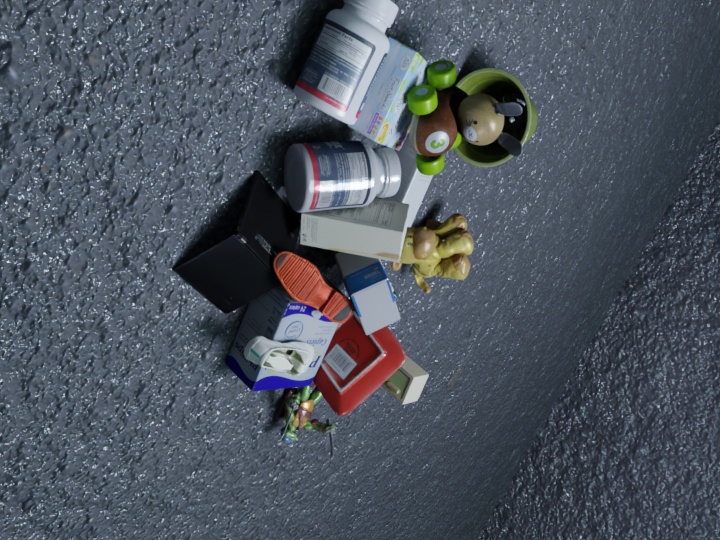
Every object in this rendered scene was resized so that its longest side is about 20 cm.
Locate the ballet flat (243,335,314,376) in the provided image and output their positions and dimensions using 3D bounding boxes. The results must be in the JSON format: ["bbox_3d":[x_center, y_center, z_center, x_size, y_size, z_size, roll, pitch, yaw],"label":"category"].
[{"bbox_3d":[-0.141,0.171,1.387,0.198,0.069,0.071,22,101,-55],"label":"ballet flat"}]

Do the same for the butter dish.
[{"bbox_3d":[-0.008,0.199,1.602,0.198,0.201,0.148,-39,151,-1],"label":"butter dish"}]

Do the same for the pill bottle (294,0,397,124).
[{"bbox_3d":[-0.019,-0.361,1.216,0.118,0.119,0.204,12,109,-54],"label":"pill bottle"}]

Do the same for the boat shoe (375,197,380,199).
[{"bbox_3d":[0.022,-0.130,1.453,0.056,0.069,0.202,-26,112,18],"label":"boat shoe"}]

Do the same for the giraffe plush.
[{"bbox_3d":[0.144,-0.057,1.688,0.198,0.176,0.160,-31,145,30],"label":"giraffe plush"}]

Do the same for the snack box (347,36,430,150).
[{"bbox_3d":[0.064,-0.320,1.357,0.172,0.067,0.199,-64,166,12],"label":"snack box"}]

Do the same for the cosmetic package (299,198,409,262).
[{"bbox_3d":[-0.010,-0.088,1.383,0.106,0.194,0.073,-70,169,-52],"label":"cosmetic package"}]

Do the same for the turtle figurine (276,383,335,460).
[{"bbox_3d":[-0.100,0.308,1.643,0.198,0.141,0.200,-67,-169,-14],"label":"turtle figurine"}]

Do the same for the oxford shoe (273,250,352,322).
[{"bbox_3d":[-0.099,0.026,1.393,0.071,0.073,0.200,-45,123,0],"label":"oxford shoe"}]

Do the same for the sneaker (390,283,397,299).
[{"bbox_3d":[0.039,0.034,1.579,0.071,0.204,0.073,9,138,-20],"label":"sneaker"}]

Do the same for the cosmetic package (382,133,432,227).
[{"bbox_3d":[0.092,-0.205,1.514,0.070,0.101,0.204,2,117,-52],"label":"cosmetic package"}]

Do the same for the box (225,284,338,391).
[{"bbox_3d":[-0.151,0.130,1.490,0.182,0.104,0.204,5,115,-52],"label":"box"}]

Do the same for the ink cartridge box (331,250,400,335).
[{"bbox_3d":[0.000,0.000,1.470,0.082,0.203,0.146,-23,143,-2],"label":"ink cartridge box"}]

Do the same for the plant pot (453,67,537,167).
[{"bbox_3d":[0.311,-0.339,1.626,0.189,0.197,0.204,-18,133,-59],"label":"plant pot"}]

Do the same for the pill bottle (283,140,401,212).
[{"bbox_3d":[-0.031,-0.174,1.327,0.195,0.120,0.122,-7,126,-26],"label":"pill bottle"}]

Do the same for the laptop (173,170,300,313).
[{"bbox_3d":[-0.218,-0.046,1.344,0.188,0.113,0.205,52,48,-56],"label":"laptop"}]

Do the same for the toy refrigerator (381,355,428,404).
[{"bbox_3d":[0.063,0.227,1.750,0.069,0.199,0.077,-1,121,-50],"label":"toy refrigerator"}]

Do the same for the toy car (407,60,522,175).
[{"bbox_3d":[0.200,-0.264,1.326,0.159,0.196,0.167,-54,147,-33],"label":"toy car"}]
